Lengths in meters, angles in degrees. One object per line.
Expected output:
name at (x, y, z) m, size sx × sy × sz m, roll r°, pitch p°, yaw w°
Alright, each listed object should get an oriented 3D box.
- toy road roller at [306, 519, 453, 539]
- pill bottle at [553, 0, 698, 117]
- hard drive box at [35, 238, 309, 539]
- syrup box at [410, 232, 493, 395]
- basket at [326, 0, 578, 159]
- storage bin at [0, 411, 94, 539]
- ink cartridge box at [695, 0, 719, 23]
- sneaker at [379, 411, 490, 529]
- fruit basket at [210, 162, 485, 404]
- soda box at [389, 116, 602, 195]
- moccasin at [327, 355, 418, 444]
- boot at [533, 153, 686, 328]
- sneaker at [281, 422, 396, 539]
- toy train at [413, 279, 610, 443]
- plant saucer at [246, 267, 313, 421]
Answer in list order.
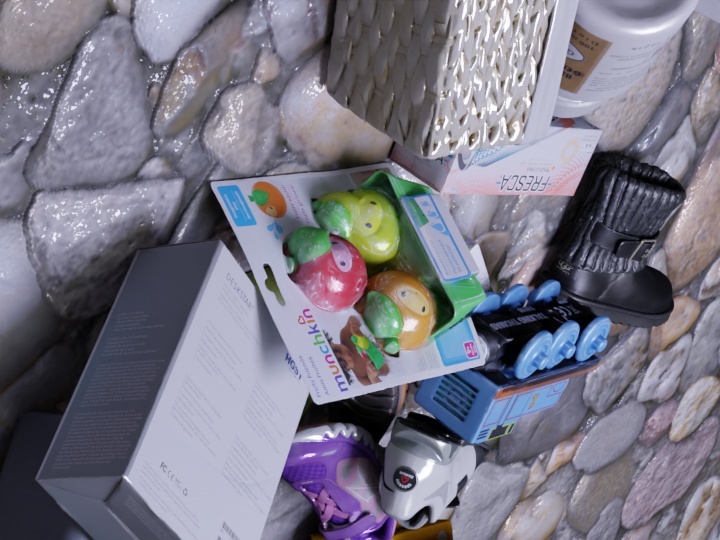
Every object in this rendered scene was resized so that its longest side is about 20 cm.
toy road roller at (0.038, 0.250, 1.461) m, size 0.123 × 0.200 × 0.147 m, roll -5°, pitch 86°, yaw -50°
pill bottle at (0.182, -0.196, 1.251) m, size 0.114 × 0.114 × 0.200 m, roll -43°, pitch 174°, yaw -17°
hard drive box at (-0.120, 0.105, 1.118) m, size 0.156 × 0.077 × 0.200 m, roll 57°, pitch 39°, yaw -39°
syrup box at (0.067, 0.043, 1.401) m, size 0.079 × 0.081 × 0.200 m, roll -46°, pitch 146°, yaw -18°
basket at (0.066, -0.192, 1.149) m, size 0.123 × 0.135 × 0.201 m, roll -21°, pitch 133°, yaw -36°
storage bin at (-0.194, 0.186, 1.177) m, size 0.200 × 0.145 × 0.135 m, roll 34°, pitch 64°, yaw -56°
ink cartridge box at (0.294, -0.299, 1.273) m, size 0.146 × 0.200 × 0.146 m, roll -22°, pitch 135°, yaw -38°
sneaker at (0.053, 0.170, 1.353) m, size 0.089 × 0.074 × 0.200 m, roll -69°, pitch 162°, yaw 2°
fruit basket at (0.000, 0.000, 1.206) m, size 0.094 × 0.186 × 0.200 m, roll -37°, pitch 161°, yaw 34°
soda box at (0.117, -0.106, 1.350) m, size 0.200 × 0.064 × 0.069 m, roll -3°, pitch 122°, yaw -50°
moccasin at (0.014, 0.094, 1.355) m, size 0.078 × 0.073 × 0.201 m, roll -61°, pitch 167°, yaw -21°
boot at (0.274, -0.028, 1.593) m, size 0.211 × 0.079 × 0.158 m, roll 4°, pitch 116°, yaw -51°
sneaker at (-0.018, 0.183, 1.342) m, size 0.200 × 0.080 × 0.089 m, roll 35°, pitch 52°, yaw -58°
toy train at (0.134, 0.076, 1.370) m, size 0.200 × 0.087 × 0.114 m, roll -9°, pitch 131°, yaw -55°
plant saucer at (-0.090, 0.091, 1.296) m, size 0.200 × 0.031 × 0.200 m, roll -30°, pitch 139°, yaw -31°
